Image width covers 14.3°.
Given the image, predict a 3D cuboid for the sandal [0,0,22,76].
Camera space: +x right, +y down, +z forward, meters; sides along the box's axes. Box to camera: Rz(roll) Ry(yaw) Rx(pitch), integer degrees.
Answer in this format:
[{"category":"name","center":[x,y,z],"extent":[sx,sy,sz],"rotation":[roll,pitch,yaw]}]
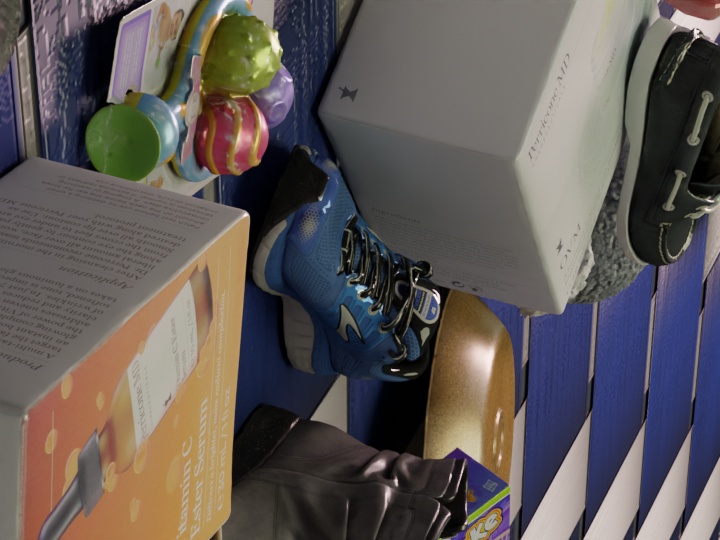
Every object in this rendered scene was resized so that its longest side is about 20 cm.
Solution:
[{"category":"sandal","center":[-0.133,-0.158,1.076],"extent":[0.075,0.048,0.201],"rotation":[-51,151,-52]}]

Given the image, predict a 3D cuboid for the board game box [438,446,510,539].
[{"category":"board game box","center":[0.002,0.210,1.651],"extent":[0.200,0.045,0.135],"rotation":[-35,141,-29]}]

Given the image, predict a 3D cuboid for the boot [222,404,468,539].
[{"category":"boot","center":[-0.025,0.150,1.501],"extent":[0.070,0.131,0.200],"rotation":[88,24,-44]}]

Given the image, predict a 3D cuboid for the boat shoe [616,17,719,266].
[{"category":"boat shoe","center":[0.194,-0.064,1.717],"extent":[0.076,0.060,0.200],"rotation":[-57,157,-27]}]

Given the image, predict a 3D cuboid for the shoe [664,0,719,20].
[{"category":"shoe","center":[0.161,-0.239,1.711],"extent":[0.071,0.200,0.091],"rotation":[-26,151,-36]}]

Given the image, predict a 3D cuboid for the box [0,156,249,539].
[{"category":"box","center":[-0.135,0.067,1.150],"extent":[0.200,0.106,0.153],"rotation":[-46,146,-57]}]

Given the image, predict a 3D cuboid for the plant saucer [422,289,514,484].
[{"category":"plant saucer","center":[0.073,0.108,1.848],"extent":[0.200,0.035,0.201],"rotation":[3,90,-79]}]

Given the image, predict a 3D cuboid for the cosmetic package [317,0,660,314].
[{"category":"cosmetic package","center":[0.080,-0.114,1.633],"extent":[0.200,0.123,0.200],"rotation":[64,43,-62]}]

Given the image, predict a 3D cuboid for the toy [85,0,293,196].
[{"category":"toy","center":[-0.065,-0.079,1.341],"extent":[0.200,0.047,0.115],"rotation":[-36,139,-62]}]

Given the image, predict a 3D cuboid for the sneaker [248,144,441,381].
[{"category":"sneaker","center":[0.000,0.000,1.529],"extent":[0.200,0.089,0.079],"rotation":[67,40,-61]}]

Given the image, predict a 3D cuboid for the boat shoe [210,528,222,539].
[{"category":"boat shoe","center":[-0.114,0.197,1.384],"extent":[0.065,0.072,0.200],"rotation":[68,36,-83]}]

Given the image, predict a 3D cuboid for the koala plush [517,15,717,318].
[{"category":"koala plush","center":[0.163,-0.063,1.874],"extent":[0.200,0.184,0.177],"rotation":[-67,164,14]}]
